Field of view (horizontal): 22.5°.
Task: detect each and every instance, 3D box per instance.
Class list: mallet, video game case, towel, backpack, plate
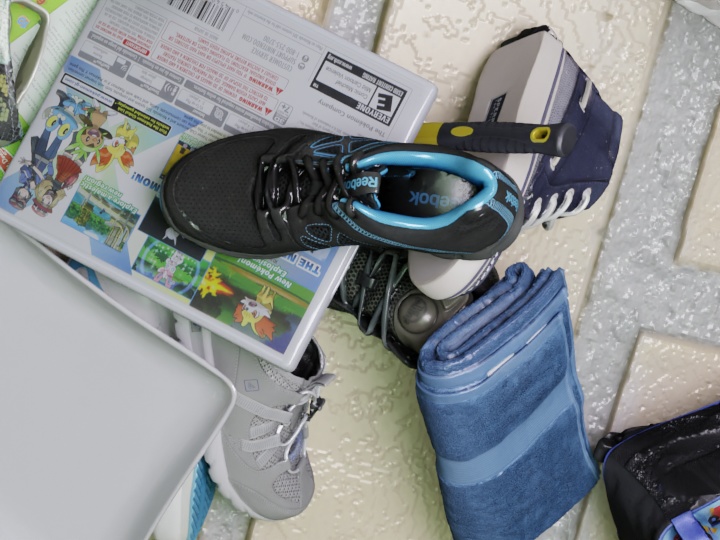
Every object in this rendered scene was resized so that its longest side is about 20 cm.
[{"bbox_3d":[0.039,-0.069,1.041,0.041,0.200,0.066,30,81,-41],"label":"mallet"},{"bbox_3d":[-0.084,-0.068,1.029,0.199,0.022,0.183,27,85,7],"label":"video game case"},{"bbox_3d":[0.091,0.094,1.103,0.112,0.048,0.200,-39,141,-22],"label":"towel"},{"bbox_3d":[0.271,0.159,1.154,0.199,0.135,0.183,-24,125,-9],"label":"backpack"},{"bbox_3d":[-0.191,0.086,1.081,0.200,0.032,0.200,35,112,8],"label":"plate"}]

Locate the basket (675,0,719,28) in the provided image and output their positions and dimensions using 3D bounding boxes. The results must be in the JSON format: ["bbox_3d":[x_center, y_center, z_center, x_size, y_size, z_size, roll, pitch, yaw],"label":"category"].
[{"bbox_3d":[0.321,-0.171,1.054,0.200,0.198,0.161,32,96,-14],"label":"basket"}]

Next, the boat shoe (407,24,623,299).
[{"bbox_3d":[0.100,-0.047,1.071,0.093,0.075,0.201,41,56,-25],"label":"boat shoe"}]

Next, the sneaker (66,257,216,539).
[{"bbox_3d":[-0.133,0.078,1.121,0.080,0.077,0.201,-4,104,9],"label":"sneaker"}]

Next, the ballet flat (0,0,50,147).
[{"bbox_3d":[-0.207,-0.165,1.022,0.074,0.074,0.201,7,95,-10],"label":"ballet flat"}]

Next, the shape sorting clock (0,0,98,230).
[{"bbox_3d":[-0.194,-0.122,1.071,0.199,0.039,0.201,-1,94,-8],"label":"shape sorting clock"}]

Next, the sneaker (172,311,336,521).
[{"bbox_3d":[-0.053,0.079,1.095,0.082,0.075,0.201,0,131,18],"label":"sneaker"}]

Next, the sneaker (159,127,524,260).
[{"bbox_3d":[-0.014,-0.047,0.966,0.199,0.082,0.074,0,81,8],"label":"sneaker"}]

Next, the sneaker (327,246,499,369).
[{"bbox_3d":[0.000,0.000,1.095,0.199,0.114,0.077,21,99,-11],"label":"sneaker"}]
